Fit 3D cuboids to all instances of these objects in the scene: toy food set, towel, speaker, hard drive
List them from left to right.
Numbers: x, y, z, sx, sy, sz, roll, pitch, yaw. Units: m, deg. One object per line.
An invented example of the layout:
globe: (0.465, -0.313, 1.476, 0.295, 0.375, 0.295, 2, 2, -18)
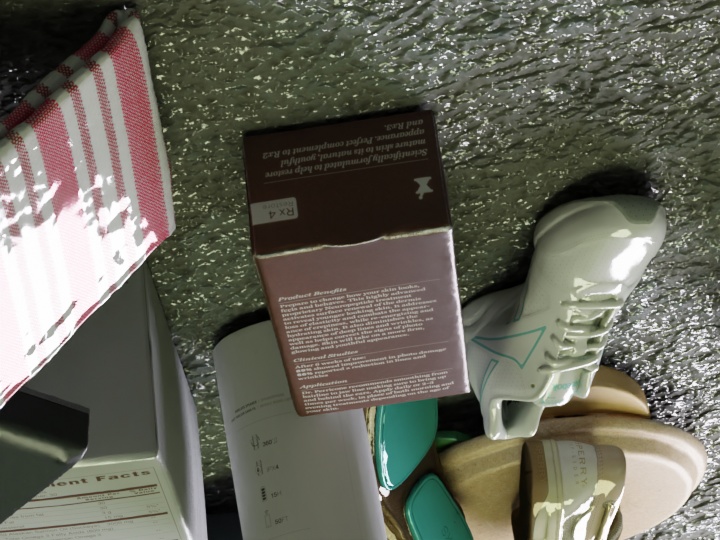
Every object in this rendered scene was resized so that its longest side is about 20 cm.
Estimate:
hard drive: (-0.250, 0.078, 1.429, 0.199, 0.033, 0.139, 21, 142, -28)
towel: (-0.158, -0.014, 1.346, 0.030, 0.200, 0.147, 28, 146, 24)
speaker: (-0.029, 0.128, 1.631, 0.081, 0.201, 0.081, -10, 158, -4)
toy food set: (0.115, 0.125, 1.833, 0.197, 0.049, 0.200, -24, 149, 30)

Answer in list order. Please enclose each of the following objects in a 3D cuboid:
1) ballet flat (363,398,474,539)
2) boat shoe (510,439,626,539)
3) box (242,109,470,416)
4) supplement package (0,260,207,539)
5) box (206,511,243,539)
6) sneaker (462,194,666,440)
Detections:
ballet flat: (0.014, 0.110, 1.741, 0.072, 0.068, 0.201, 19, 145, 34)
boat shoe: (0.127, 0.161, 1.778, 0.065, 0.072, 0.200, -5, 148, -3)
box: (0.000, 0.000, 1.528, 0.100, 0.075, 0.200, -8, 155, 1)
supplement package: (-0.154, 0.093, 1.615, 0.117, 0.118, 0.200, -7, 153, 2)
box: (-0.041, 0.232, 1.885, 0.196, 0.118, 0.200, -9, 157, 32)
sneaker: (0.115, 0.026, 1.605, 0.070, 0.081, 0.200, 5, 149, -21)
